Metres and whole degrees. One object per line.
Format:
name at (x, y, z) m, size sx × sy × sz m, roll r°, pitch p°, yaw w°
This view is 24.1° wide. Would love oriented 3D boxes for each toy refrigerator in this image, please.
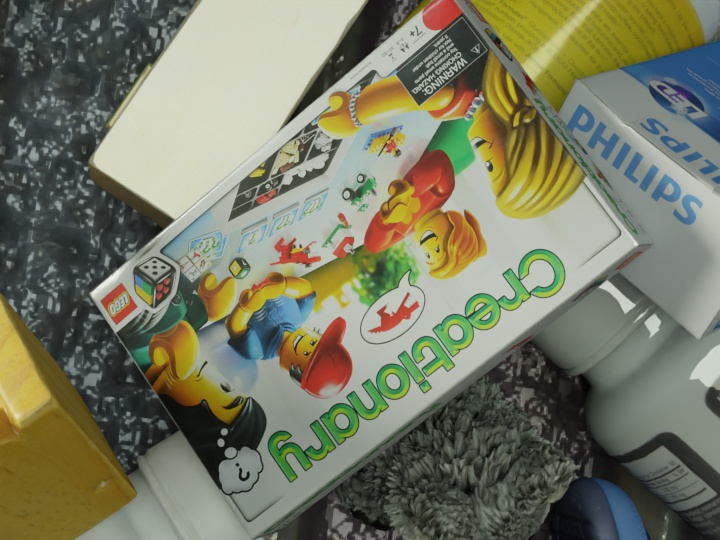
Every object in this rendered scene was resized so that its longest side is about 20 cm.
toy refrigerator at (-0.045, -0.112, 0.769) m, size 0.070 × 0.076 × 0.200 m, roll 33°, pitch 84°, yaw -5°

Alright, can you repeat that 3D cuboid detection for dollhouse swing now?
dollhouse swing at (-0.223, 0.061, 0.656) m, size 0.200 × 0.182 × 0.176 m, roll -32°, pitch 68°, yaw -7°

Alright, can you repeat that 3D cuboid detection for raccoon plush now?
raccoon plush at (0.010, 0.049, 0.738) m, size 0.097 × 0.134 × 0.200 m, roll -41°, pitch 93°, yaw -8°

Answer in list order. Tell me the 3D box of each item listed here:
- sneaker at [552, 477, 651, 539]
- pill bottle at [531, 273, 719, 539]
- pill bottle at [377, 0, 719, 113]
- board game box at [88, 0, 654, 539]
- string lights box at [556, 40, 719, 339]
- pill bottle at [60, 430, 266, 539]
sneaker at (0.155, 0.177, 0.786) m, size 0.082 × 0.074 × 0.200 m, roll -28°, pitch 99°, yaw -8°
pill bottle at (0.174, 0.063, 0.765) m, size 0.200 × 0.111 × 0.111 m, roll 42°, pitch 83°, yaw -4°
pill bottle at (0.092, -0.110, 0.769) m, size 0.112 × 0.112 × 0.200 m, roll 43°, pitch 83°, yaw -4°
board game box at (0.000, 0.000, 0.681) m, size 0.200 × 0.035 × 0.126 m, roll -39°, pitch 78°, yaw 16°
string lights box at (0.171, -0.048, 0.731) m, size 0.103 × 0.059 × 0.200 m, roll 43°, pitch 37°, yaw 23°
pill bottle at (-0.136, 0.153, 0.725) m, size 0.200 × 0.111 × 0.111 m, roll -32°, pitch 92°, yaw -8°
